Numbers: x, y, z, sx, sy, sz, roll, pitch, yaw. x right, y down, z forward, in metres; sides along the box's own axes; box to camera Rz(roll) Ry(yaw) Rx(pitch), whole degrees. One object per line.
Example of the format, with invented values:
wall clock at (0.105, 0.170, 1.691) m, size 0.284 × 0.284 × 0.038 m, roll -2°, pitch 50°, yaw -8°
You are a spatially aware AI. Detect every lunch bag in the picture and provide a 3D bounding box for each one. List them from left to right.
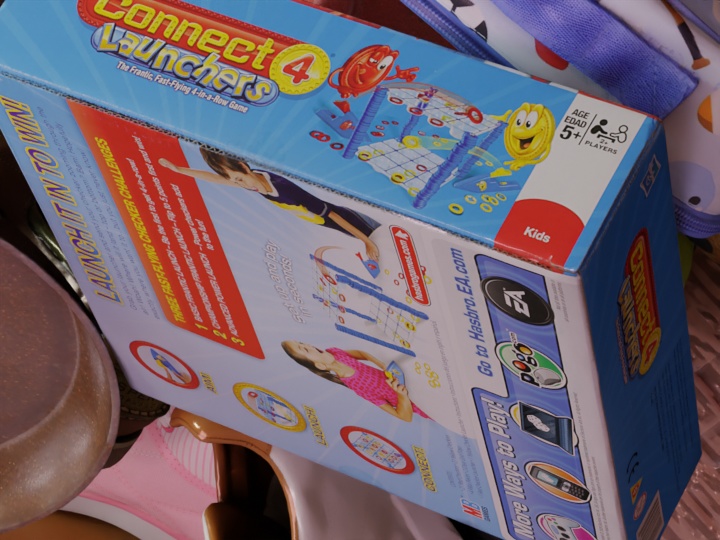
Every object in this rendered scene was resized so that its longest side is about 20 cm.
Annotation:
lunch bag at (0.052, -0.106, 0.767) m, size 0.200 × 0.160 × 0.076 m, roll 38°, pitch 117°, yaw -10°

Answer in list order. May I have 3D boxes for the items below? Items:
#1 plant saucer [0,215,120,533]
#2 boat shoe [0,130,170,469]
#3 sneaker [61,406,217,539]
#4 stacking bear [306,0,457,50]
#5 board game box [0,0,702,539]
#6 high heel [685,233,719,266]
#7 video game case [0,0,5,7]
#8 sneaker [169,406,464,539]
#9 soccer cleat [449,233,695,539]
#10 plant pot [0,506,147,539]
plant saucer at (-0.180, 0.024, 0.900) m, size 0.200 × 0.035 × 0.200 m, roll 4°, pitch 137°, yaw 4°
boat shoe at (-0.120, -0.021, 0.993) m, size 0.068 × 0.072 × 0.200 m, roll -48°, pitch 60°, yaw 29°
sneaker at (-0.090, 0.053, 1.035) m, size 0.200 × 0.075 × 0.105 m, roll 25°, pitch 133°, yaw 10°
stacking bear at (-0.018, -0.053, 0.905) m, size 0.114 × 0.122 × 0.200 m, roll 12°, pitch 152°, yaw -26°
board game box at (0.000, 0.000, 0.788) m, size 0.196 × 0.056 × 0.200 m, roll 21°, pitch 155°, yaw 21°
high heel at (0.145, 0.037, 0.865) m, size 0.200 × 0.071 × 0.143 m, roll 29°, pitch 123°, yaw 5°
video game case at (-0.146, -0.181, 0.888) m, size 0.181 × 0.036 × 0.200 m, roll -133°, pitch 21°, yaw -71°
sneaker at (-0.013, 0.104, 0.957) m, size 0.073 × 0.085 × 0.200 m, roll 19°, pitch 144°, yaw 52°
soccer cleat at (0.057, 0.052, 0.929) m, size 0.067 × 0.081 × 0.200 m, roll 35°, pitch 133°, yaw 13°
plant pot at (-0.127, 0.174, 1.063) m, size 0.200 × 0.200 × 0.140 m, roll 29°, pitch 119°, yaw 17°
